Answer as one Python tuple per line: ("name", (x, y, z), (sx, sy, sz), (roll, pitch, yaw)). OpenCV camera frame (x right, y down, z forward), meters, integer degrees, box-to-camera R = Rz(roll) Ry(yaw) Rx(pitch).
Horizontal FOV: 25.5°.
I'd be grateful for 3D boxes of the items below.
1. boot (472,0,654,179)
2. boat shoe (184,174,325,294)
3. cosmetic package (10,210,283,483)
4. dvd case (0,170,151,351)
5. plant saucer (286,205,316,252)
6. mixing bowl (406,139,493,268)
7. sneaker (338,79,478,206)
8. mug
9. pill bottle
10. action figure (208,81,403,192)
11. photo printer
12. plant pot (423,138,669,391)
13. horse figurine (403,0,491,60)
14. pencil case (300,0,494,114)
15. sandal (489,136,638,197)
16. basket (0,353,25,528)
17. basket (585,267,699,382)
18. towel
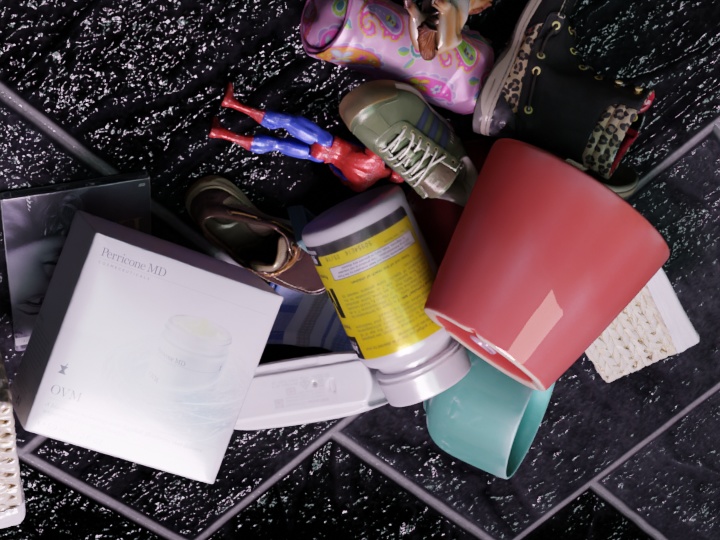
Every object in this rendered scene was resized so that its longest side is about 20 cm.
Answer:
("boot", (0.212, -0.192, 1.533), (0.201, 0.150, 0.073), (-58, 163, -18))
("boat shoe", (-0.097, -0.021, 1.633), (0.072, 0.072, 0.200), (-41, 128, 13))
("cosmetic package", (-0.210, 0.074, 1.548), (0.198, 0.123, 0.202), (19, 93, -23))
("dvd case", (-0.284, -0.007, 1.610), (0.147, 0.016, 0.201), (-10, 134, -17))
("plant saucer", (0.000, 0.000, 1.688), (0.019, 0.070, 0.199), (-42, 124, 17))
("mixing bowl", (0.144, -0.028, 1.672), (0.199, 0.108, 0.202), (-17, 118, -36))
("sneaker", (0.059, -0.115, 1.521), (0.067, 0.090, 0.200), (-39, 154, 16))
("mug", (0.143, 0.126, 1.735), (0.113, 0.185, 0.153), (22, 122, 15))
("pill bottle", (0.030, 0.026, 1.597), (0.113, 0.114, 0.202), (-25, 101, -1))
("action figure", (-0.045, -0.140, 1.576), (0.198, 0.099, 0.066), (21, 125, -12))
("photo printer", (-0.052, 0.128, 1.730), (0.164, 0.070, 0.200), (-9, 177, 8))
("plant pot", (0.164, 0.003, 1.514), (0.178, 0.200, 0.200), (-56, 134, -5))
("horse figurine", (0.079, -0.256, 1.464), (0.049, 0.201, 0.133), (7, 136, 19))
("pencil case", (0.039, -0.216, 1.525), (0.199, 0.088, 0.088), (16, 122, -35))
("sandal", (0.227, -0.126, 1.700), (0.200, 0.080, 0.058), (17, 108, -35))
("basket", (-0.440, 0.146, 1.548), (0.196, 0.201, 0.162), (-9, 131, -18))
("basket", (0.284, 0.019, 1.809), (0.123, 0.136, 0.200), (-30, 140, 8))
("towel", (-0.014, 0.034, 1.769), (0.198, 0.024, 0.148), (9, 124, -31))
